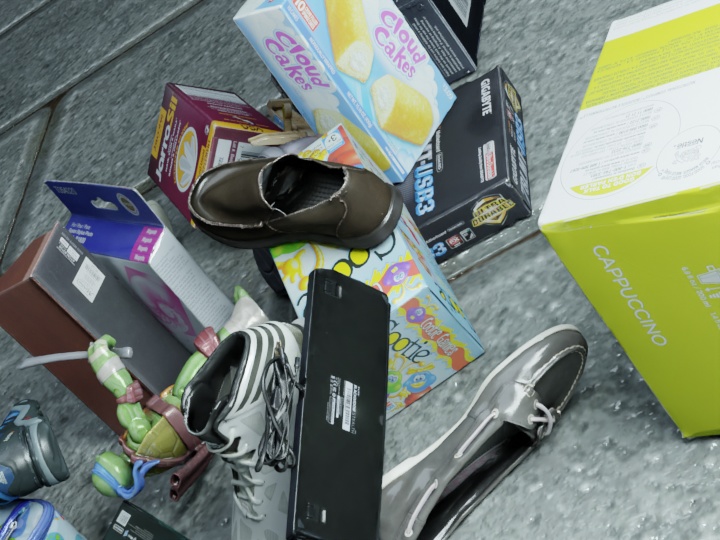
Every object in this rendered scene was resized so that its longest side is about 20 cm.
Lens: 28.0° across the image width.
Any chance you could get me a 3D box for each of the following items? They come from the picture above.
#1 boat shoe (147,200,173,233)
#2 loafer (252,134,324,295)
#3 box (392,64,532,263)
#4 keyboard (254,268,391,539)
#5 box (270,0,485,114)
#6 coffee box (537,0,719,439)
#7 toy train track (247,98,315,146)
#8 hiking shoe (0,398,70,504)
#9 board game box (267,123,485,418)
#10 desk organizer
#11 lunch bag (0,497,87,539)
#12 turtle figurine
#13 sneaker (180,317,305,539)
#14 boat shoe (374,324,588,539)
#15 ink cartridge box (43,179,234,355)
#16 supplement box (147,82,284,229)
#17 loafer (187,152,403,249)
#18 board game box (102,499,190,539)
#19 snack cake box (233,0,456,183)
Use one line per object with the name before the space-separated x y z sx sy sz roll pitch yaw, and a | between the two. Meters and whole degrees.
boat shoe | -0.246 0.004 1.521 0.061 0.073 0.201 -20 39 25
loafer | -0.056 -0.048 1.295 0.063 0.201 0.072 -31 66 -22
box | 0.056 -0.077 1.305 0.197 0.050 0.201 -28 32 22
keyboard | -0.030 0.093 0.982 0.039 0.104 0.202 -27 48 42
box | 0.020 -0.246 1.519 0.199 0.105 0.149 -24 32 28
coffee box | 0.255 -0.044 0.863 0.199 0.200 0.199 -13 39 39
toy train track | -0.060 -0.151 1.405 0.113 0.033 0.200 -5 17 -14
hiking shoe | -0.308 0.159 1.252 0.086 0.075 0.200 -21 1 -16
board game box | 0.000 0.000 1.150 0.103 0.105 0.201 -35 46 9
desk organizer | -0.243 0.059 1.308 0.077 0.200 0.072 -23 33 31
lunch bag | -0.326 0.286 1.217 0.160 0.083 0.201 -5 45 43
turtle figurine | -0.171 0.093 1.228 0.193 0.145 0.200 -37 21 -15
sneaker | -0.089 0.132 1.029 0.075 0.115 0.203 17 101 42
boat shoe | 0.088 0.123 0.980 0.200 0.067 0.057 -43 48 5
ink cartridge box | -0.203 0.004 1.336 0.043 0.200 0.196 -50 30 -20
supplement box | -0.153 -0.120 1.521 0.200 0.085 0.112 -139 59 -61
loafer | -0.061 -0.064 1.113 0.198 0.071 0.074 1 61 35
board game box | -0.161 0.262 1.078 0.199 0.028 0.136 14 73 56
snack cake box | -0.010 -0.186 1.275 0.067 0.200 0.115 -3 44 46
